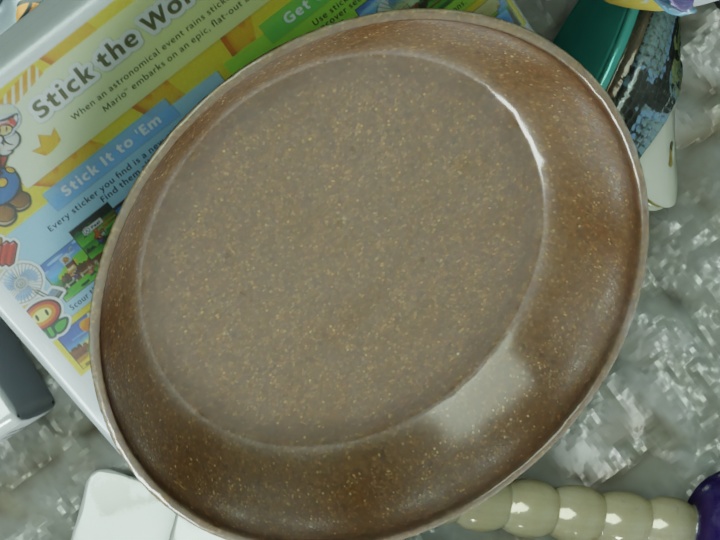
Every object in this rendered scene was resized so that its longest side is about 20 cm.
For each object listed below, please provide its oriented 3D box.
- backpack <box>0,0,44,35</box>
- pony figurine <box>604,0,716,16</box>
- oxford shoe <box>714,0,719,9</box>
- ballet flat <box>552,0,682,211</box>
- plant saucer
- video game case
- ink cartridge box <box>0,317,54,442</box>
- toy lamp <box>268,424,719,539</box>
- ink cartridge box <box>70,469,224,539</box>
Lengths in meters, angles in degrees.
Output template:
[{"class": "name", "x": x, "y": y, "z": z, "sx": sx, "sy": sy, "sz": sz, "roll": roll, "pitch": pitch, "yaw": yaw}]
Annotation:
[{"class": "backpack", "x": -0.086, "y": -0.089, "z": 1.065, "sx": 0.190, "sy": 0.154, "sz": 0.200, "roll": 34, "pitch": 93, "yaw": -12}, {"class": "pony figurine", "x": 0.088, "y": -0.161, "z": 0.972, "sx": 0.193, "sy": 0.200, "sz": 0.167, "roll": 39, "pitch": 71, "yaw": -19}, {"class": "oxford shoe", "x": 0.178, "y": -0.072, "z": 1.095, "sx": 0.073, "sy": 0.084, "sz": 0.200, "roll": -35, "pitch": 90, "yaw": 2}, {"class": "ballet flat", "x": 0.078, "y": -0.023, "z": 1.119, "sx": 0.074, "sy": 0.074, "sz": 0.200, "roll": 31, "pitch": 95, "yaw": 3}, {"class": "plant saucer", "x": 0.000, "y": 0.000, "z": 1.002, "sx": 0.200, "sy": 0.037, "sz": 0.201, "roll": -11, "pitch": 121, "yaw": -19}, {"class": "video game case", "x": -0.034, "y": -0.039, "z": 1.000, "sx": 0.200, "sy": 0.023, "sz": 0.182, "roll": -38, "pitch": 126, "yaw": -2}, {"class": "ink cartridge box", "x": -0.240, "y": 0.046, "z": 1.124, "sx": 0.200, "sy": 0.084, "sz": 0.145, "roll": -32, "pitch": 89, "yaw": 4}, {"class": "toy lamp", "x": 0.048, "y": 0.086, "z": 1.091, "sx": 0.200, "sy": 0.058, "sz": 0.058, "roll": 10, "pitch": 92, "yaw": -16}, {"class": "ink cartridge box", "x": -0.025, "y": 0.156, "z": 1.121, "sx": 0.200, "sy": 0.067, "sz": 0.117, "roll": 16, "pitch": 93, "yaw": 3}]
